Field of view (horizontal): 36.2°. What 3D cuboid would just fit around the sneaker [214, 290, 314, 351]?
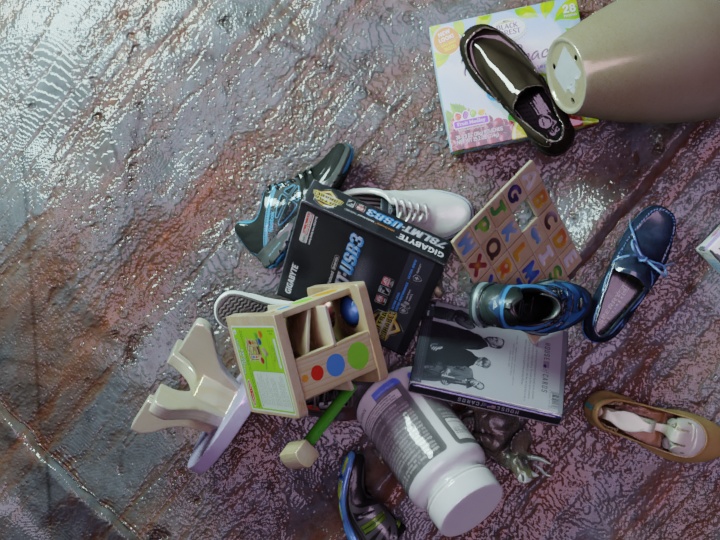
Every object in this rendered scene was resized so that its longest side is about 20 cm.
[{"bbox_3d":[-0.100,0.070,1.484,0.198,0.085,0.074,22,88,-7],"label":"sneaker"}]

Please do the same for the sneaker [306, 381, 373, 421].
[{"bbox_3d":[-0.050,0.170,1.475,0.197,0.082,0.078,-4,90,2],"label":"sneaker"}]

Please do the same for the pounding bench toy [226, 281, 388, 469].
[{"bbox_3d":[-0.050,0.130,1.372,0.155,0.124,0.203,-18,97,-33],"label":"pounding bench toy"}]

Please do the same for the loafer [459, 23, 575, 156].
[{"bbox_3d":[0.203,-0.234,1.390,0.073,0.071,0.200,-43,88,4],"label":"loafer"}]

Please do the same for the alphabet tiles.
[{"bbox_3d":[0.213,-0.012,1.425,0.167,0.008,0.201,-44,118,-24],"label":"alphabet tiles"}]

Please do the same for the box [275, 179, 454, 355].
[{"bbox_3d":[0.000,0.000,1.426,0.196,0.201,0.050,24,49,2],"label":"box"}]

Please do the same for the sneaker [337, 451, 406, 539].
[{"bbox_3d":[0.017,0.338,1.484,0.082,0.071,0.202,-15,95,-1],"label":"sneaker"}]

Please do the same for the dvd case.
[{"bbox_3d":[0.170,0.118,1.437,0.197,0.151,0.025,13,135,3],"label":"dvd case"}]

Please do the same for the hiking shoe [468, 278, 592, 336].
[{"bbox_3d":[0.231,0.051,1.388,0.198,0.086,0.076,-3,97,-35],"label":"hiking shoe"}]

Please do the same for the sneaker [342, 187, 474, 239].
[{"bbox_3d":[0.054,-0.073,1.470,0.197,0.071,0.074,-1,91,4],"label":"sneaker"}]

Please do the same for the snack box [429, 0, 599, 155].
[{"bbox_3d":[0.201,-0.256,1.459,0.197,0.068,0.171,-10,90,3],"label":"snack box"}]

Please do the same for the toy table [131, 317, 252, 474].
[{"bbox_3d":[-0.209,0.161,1.452,0.116,0.184,0.201,31,97,-11],"label":"toy table"}]

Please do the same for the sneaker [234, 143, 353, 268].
[{"bbox_3d":[-0.088,-0.100,1.480,0.082,0.073,0.201,40,93,4],"label":"sneaker"}]

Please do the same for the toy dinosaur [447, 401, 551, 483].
[{"bbox_3d":[0.174,0.194,1.473,0.101,0.077,0.203,-17,77,-2],"label":"toy dinosaur"}]

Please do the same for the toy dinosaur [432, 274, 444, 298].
[{"bbox_3d":[0.024,-0.027,1.452,0.199,0.088,0.048,35,56,-13],"label":"toy dinosaur"}]

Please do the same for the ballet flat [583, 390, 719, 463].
[{"bbox_3d":[0.392,0.213,1.453,0.197,0.063,0.070,15,92,4],"label":"ballet flat"}]

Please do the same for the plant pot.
[{"bbox_3d":[0.337,-0.260,1.359,0.197,0.187,0.190,-14,90,-17],"label":"plant pot"}]

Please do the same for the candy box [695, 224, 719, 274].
[{"bbox_3d":[0.570,-0.017,1.432,0.200,0.072,0.168,44,94,2],"label":"candy box"}]

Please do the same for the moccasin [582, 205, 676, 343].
[{"bbox_3d":[0.363,0.010,1.449,0.080,0.068,0.202,24,92,4],"label":"moccasin"}]

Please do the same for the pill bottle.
[{"bbox_3d":[0.089,0.231,1.409,0.113,0.114,0.201,-40,55,4],"label":"pill bottle"}]
